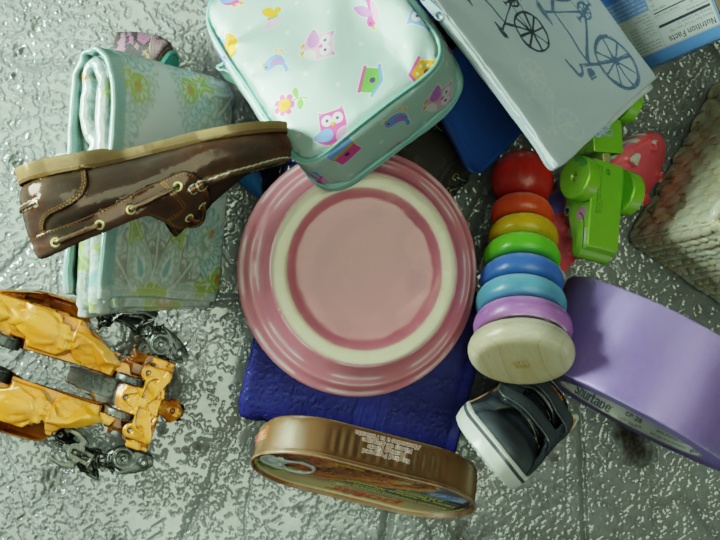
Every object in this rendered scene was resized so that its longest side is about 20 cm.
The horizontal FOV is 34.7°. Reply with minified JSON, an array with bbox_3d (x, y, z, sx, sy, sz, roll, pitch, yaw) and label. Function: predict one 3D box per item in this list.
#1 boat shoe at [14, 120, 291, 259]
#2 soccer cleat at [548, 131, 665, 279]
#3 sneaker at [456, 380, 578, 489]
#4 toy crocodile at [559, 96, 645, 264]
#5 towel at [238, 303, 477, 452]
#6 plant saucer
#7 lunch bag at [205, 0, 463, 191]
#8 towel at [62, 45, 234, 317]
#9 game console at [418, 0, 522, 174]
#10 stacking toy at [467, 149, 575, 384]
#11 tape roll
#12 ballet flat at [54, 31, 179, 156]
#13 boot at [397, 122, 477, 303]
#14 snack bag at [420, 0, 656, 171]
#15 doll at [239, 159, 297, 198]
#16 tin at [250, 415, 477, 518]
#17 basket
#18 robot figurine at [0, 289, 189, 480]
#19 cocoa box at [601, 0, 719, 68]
[{"bbox_3d":[-0.141,-0.058,0.822,0.197,0.070,0.071,-14,86,-11],"label":"boat shoe"},{"bbox_3d":[0.202,-0.066,1.051,0.200,0.076,0.067,-43,132,-22],"label":"soccer cleat"},{"bbox_3d":[0.133,0.123,0.961,0.079,0.200,0.079,-41,83,7],"label":"sneaker"},{"bbox_3d":[0.198,-0.106,0.983,0.067,0.061,0.203,7,80,-31],"label":"toy crocodile"},{"bbox_3d":[0.002,0.077,0.992,0.197,0.050,0.150,13,104,-7],"label":"towel"},{"bbox_3d":[0.000,0.000,0.926,0.197,0.051,0.204,1,86,-8],"label":"plant saucer"},{"bbox_3d":[-0.026,-0.171,0.901,0.160,0.077,0.201,-38,61,10],"label":"lunch bag"},{"bbox_3d":[-0.168,-0.065,0.925,0.048,0.171,0.203,5,92,25],"label":"towel"},{"bbox_3d":[0.093,-0.214,1.012,0.170,0.119,0.200,33,62,28],"label":"game console"},{"bbox_3d":[0.135,-0.012,0.955,0.084,0.086,0.202,14,57,-12],"label":"stacking toy"},{"bbox_3d":[0.247,0.090,0.987,0.198,0.200,0.086,30,85,-10],"label":"tape roll"},{"bbox_3d":[-0.214,-0.106,0.964,0.070,0.069,0.203,16,82,9],"label":"ballet flat"},{"bbox_3d":[0.083,-0.079,1.020,0.174,0.069,0.200,-44,99,-10],"label":"boot"},{"bbox_3d":[0.140,-0.183,0.909,0.189,0.021,0.200,52,47,-3],"label":"snack bag"},{"bbox_3d":[-0.059,-0.111,0.983,0.134,0.048,0.203,-8,81,17],"label":"doll"},{"bbox_3d":[0.005,0.169,0.983,0.197,0.112,0.042,16,60,-12],"label":"tin"},{"bbox_3d":[0.373,-0.071,1.019,0.160,0.200,0.200,31,84,-4],"label":"basket"},{"bbox_3d":[-0.241,0.087,0.957,0.197,0.058,0.147,20,87,-11],"label":"robot figurine"},{"bbox_3d":[0.310,-0.275,1.009,0.199,0.133,0.133,-28,96,-29],"label":"cocoa box"}]
